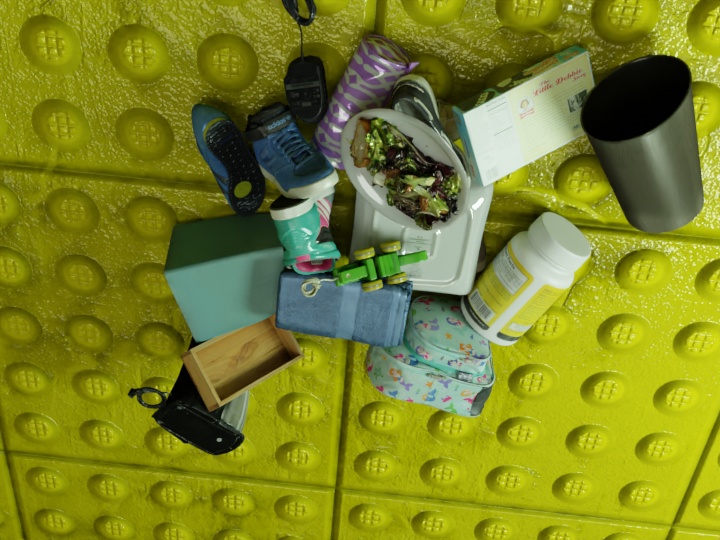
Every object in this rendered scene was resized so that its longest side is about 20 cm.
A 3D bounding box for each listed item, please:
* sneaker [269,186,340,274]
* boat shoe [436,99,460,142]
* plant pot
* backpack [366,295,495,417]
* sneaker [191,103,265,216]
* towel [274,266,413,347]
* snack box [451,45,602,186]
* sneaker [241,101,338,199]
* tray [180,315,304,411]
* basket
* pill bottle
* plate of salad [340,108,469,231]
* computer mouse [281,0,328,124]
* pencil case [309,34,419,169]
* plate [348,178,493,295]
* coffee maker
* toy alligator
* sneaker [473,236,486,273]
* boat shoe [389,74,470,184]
[{"bbox_3d":[-0.069,-0.058,1.327,0.083,0.200,0.121,-9,104,16],"label":"sneaker"},{"bbox_3d":[0.103,-0.209,1.298,0.200,0.072,0.065,-25,104,27],"label":"boat shoe"},{"bbox_3d":[-0.182,-0.005,1.434,0.199,0.141,0.142,-15,123,5],"label":"plant pot"},{"bbox_3d":[0.113,0.132,1.472,0.199,0.178,0.151,8,125,-3],"label":"backpack"},{"bbox_3d":[-0.199,-0.167,1.371,0.066,0.078,0.200,-35,140,-14],"label":"sneaker"},{"bbox_3d":[-0.027,0.052,1.374,0.199,0.049,0.112,9,115,-3],"label":"towel"},{"bbox_3d":[0.230,-0.211,1.250,0.200,0.037,0.116,-28,123,-10],"label":"snack box"},{"bbox_3d":[-0.104,-0.174,1.279,0.077,0.200,0.111,-28,119,-14],"label":"sneaker"},{"bbox_3d":[-0.188,0.139,1.481,0.037,0.200,0.099,-29,89,42],"label":"tray"},{"bbox_3d":[0.398,-0.159,1.258,0.136,0.180,0.200,11,143,40],"label":"basket"},{"bbox_3d":[0.255,0.013,1.413,0.114,0.114,0.200,29,123,-15],"label":"pill bottle"},{"bbox_3d":[0.052,-0.126,1.229,0.200,0.048,0.200,24,142,20],"label":"plate of salad"},{"bbox_3d":[-0.077,-0.301,1.251,0.058,0.034,0.201,0,106,19],"label":"computer mouse"},{"bbox_3d":[0.000,-0.229,1.281,0.085,0.084,0.200,43,128,20],"label":"pencil case"},{"bbox_3d":[0.086,-0.047,1.362,0.199,0.032,0.200,4,122,-5],"label":"plate"},{"bbox_3d":[-0.250,0.170,1.511,0.134,0.200,0.192,-13,132,28],"label":"coffee maker"},{"bbox_3d":[0.000,0.000,1.318,0.199,0.054,0.059,-16,96,-19],"label":"toy alligator"},{"bbox_3d":[0.096,-0.031,1.438,0.199,0.070,0.076,-6,108,4],"label":"sneaker"},{"bbox_3d":[0.094,-0.166,1.241,0.074,0.060,0.200,-8,125,23],"label":"boat shoe"}]
